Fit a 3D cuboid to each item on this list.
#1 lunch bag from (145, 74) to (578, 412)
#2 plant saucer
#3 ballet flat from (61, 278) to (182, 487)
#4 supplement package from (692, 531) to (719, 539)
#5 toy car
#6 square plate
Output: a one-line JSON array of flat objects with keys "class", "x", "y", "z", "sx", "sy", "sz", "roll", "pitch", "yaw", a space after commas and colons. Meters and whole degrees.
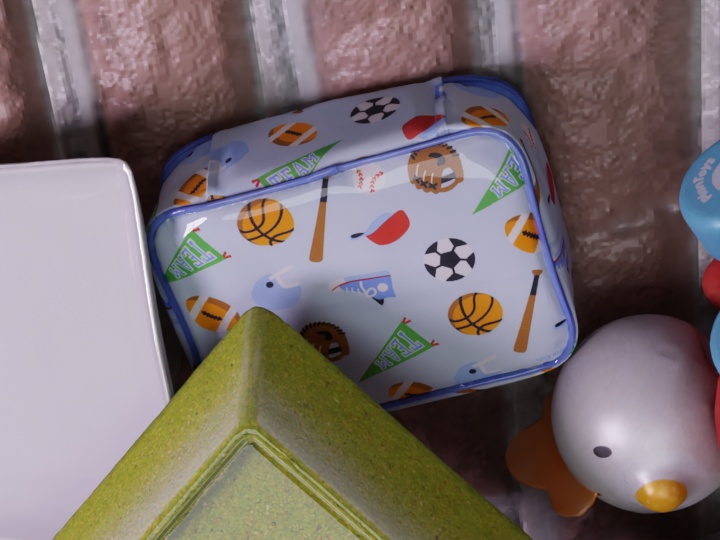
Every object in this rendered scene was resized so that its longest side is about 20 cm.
[{"class": "lunch bag", "x": 0.000, "y": 0.000, "z": 0.796, "sx": 0.199, "sy": 0.076, "sz": 0.161, "roll": -13, "pitch": 123, "yaw": 11}, {"class": "plant saucer", "x": -0.038, "y": 0.155, "z": 0.739, "sx": 0.200, "sy": 0.048, "sz": 0.200, "roll": 41, "pitch": 102, "yaw": 0}, {"class": "ballet flat", "x": -0.133, "y": 0.079, "z": 0.859, "sx": 0.067, "sy": 0.064, "sz": 0.201, "roll": 12, "pitch": 122, "yaw": -3}, {"class": "supplement package", "x": 0.125, "y": 0.238, "z": 0.837, "sx": 0.191, "sy": 0.200, "sz": 0.148, "roll": -24, "pitch": 81, "yaw": 17}, {"class": "toy car", "x": 0.160, "y": 0.072, "z": 0.773, "sx": 0.200, "sy": 0.177, "sz": 0.184, "roll": -27, "pitch": 128, "yaw": 23}, {"class": "square plate", "x": -0.168, "y": 0.041, "z": 0.808, "sx": 0.197, "sy": 0.028, "sz": 0.201, "roll": 0, "pitch": 109, "yaw": 28}]
